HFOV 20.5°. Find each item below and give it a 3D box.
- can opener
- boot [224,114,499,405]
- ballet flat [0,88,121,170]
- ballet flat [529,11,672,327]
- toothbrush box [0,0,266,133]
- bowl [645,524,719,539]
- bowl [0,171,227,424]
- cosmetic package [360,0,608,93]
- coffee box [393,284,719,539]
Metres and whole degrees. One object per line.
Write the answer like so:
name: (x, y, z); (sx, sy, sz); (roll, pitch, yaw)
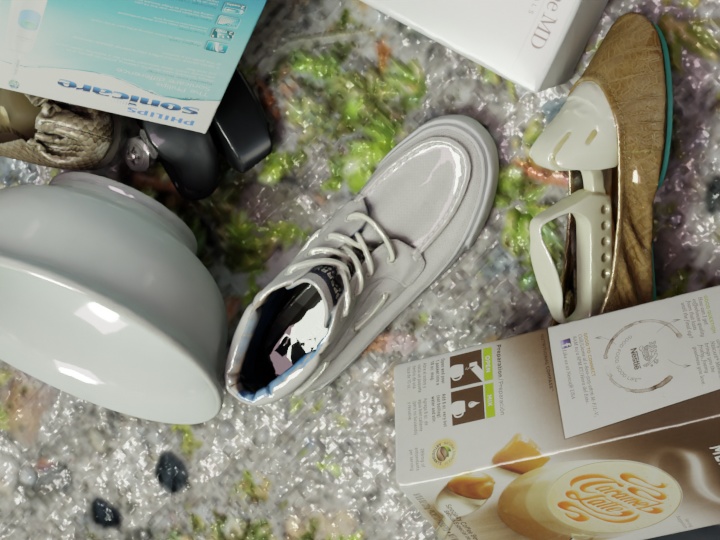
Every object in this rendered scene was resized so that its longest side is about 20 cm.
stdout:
can opener: (-0.135, -0.131, 1.185); (0.200, 0.079, 0.063); (55, 151, 7)
boot: (0.000, 0.000, 1.130); (0.074, 0.096, 0.200); (39, 111, 10)
ballet flat: (-0.227, -0.095, 1.198); (0.200, 0.046, 0.067); (16, 95, 37)
ballet flat: (0.126, -0.038, 1.084); (0.068, 0.072, 0.200); (-150, 58, -60)
toothbrush box: (-0.127, -0.161, 1.053); (0.146, 0.200, 0.085); (11, 67, -10)
bowl: (0.189, 0.221, 1.101); (0.200, 0.039, 0.201); (-3, 80, 18)
bowl: (-0.156, 0.005, 1.166); (0.201, 0.201, 0.090); (17, 67, 17)
cosmetic package: (0.040, -0.188, 1.093); (0.200, 0.071, 0.102); (29, 108, 13)
coffee box: (0.131, 0.087, 1.072); (0.200, 0.114, 0.080); (-15, 52, 20)
